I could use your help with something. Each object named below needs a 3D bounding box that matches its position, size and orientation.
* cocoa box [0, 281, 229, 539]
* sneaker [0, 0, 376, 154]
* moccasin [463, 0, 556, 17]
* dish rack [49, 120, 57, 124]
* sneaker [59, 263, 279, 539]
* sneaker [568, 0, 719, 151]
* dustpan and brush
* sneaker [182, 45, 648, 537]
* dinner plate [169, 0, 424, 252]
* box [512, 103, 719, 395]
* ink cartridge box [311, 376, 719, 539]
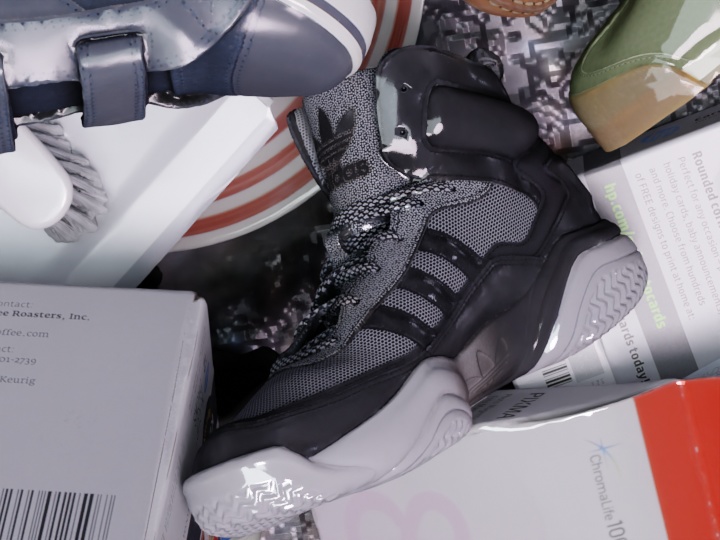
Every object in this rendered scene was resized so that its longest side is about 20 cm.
[{"bbox_3d":[-0.148,0.091,0.894,0.199,0.134,0.132,3,137,6],"label":"cocoa box"},{"bbox_3d":[-0.099,-0.067,0.829,0.199,0.078,0.080,14,72,4],"label":"sneaker"},{"bbox_3d":[0.063,-0.181,0.922,0.073,0.078,0.202,9,94,-41],"label":"moccasin"},{"bbox_3d":[-0.096,-0.139,0.945,0.172,0.044,0.200,42,103,-8],"label":"dish rack"},{"bbox_3d":[-0.113,0.026,0.983,0.199,0.070,0.100,19,122,-10],"label":"sneaker"},{"bbox_3d":[0.129,-0.136,0.946,0.200,0.067,0.090,-41,97,5],"label":"sneaker"},{"bbox_3d":[-0.143,-0.066,0.911,0.200,0.057,0.140,43,100,0],"label":"dustpan and brush"},{"bbox_3d":[0.000,0.000,0.896,0.075,0.200,0.114,-26,93,47],"label":"sneaker"},{"bbox_3d":[-0.077,-0.106,0.985,0.199,0.024,0.201,1,104,3],"label":"dinner plate"},{"bbox_3d":[0.151,0.016,0.992,0.199,0.041,0.157,-21,102,9],"label":"box"},{"bbox_3d":[0.088,0.117,0.970,0.199,0.057,0.163,-4,109,37],"label":"ink cartridge box"}]
